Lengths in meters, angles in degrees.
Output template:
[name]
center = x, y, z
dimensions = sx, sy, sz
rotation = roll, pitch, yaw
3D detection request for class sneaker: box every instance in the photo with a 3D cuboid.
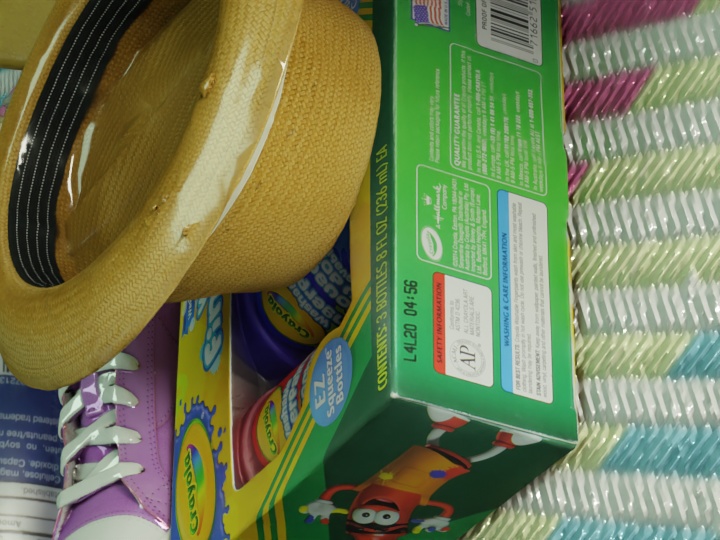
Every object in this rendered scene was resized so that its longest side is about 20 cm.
[sneaker]
center = -0.097, 0.040, 1.060
dimensions = 0.073, 0.114, 0.201
rotation = -26, 30, 30

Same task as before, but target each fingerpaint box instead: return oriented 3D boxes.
[fingerpaint box]
center = 0.000, 0.000, 0.994
dimensions = 0.167, 0.073, 0.200
rotation = -44, 38, 49

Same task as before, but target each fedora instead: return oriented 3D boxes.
[fedora]
center = -0.052, -0.044, 0.944
dimensions = 0.201, 0.082, 0.201
rotation = -39, 40, 43

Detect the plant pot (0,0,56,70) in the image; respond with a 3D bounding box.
[plant pot]
center = -0.124, -0.199, 1.243
dimensions = 0.200, 0.176, 0.200
rotation = -91, 26, -56

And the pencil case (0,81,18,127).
[pencil case]
center = -0.101, -0.038, 1.230
dimensions = 0.083, 0.086, 0.200
rotation = -65, 26, 1

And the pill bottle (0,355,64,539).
[pill bottle]
center = -0.147, 0.104, 1.116
dimensions = 0.111, 0.111, 0.201
rotation = -33, 53, 57
